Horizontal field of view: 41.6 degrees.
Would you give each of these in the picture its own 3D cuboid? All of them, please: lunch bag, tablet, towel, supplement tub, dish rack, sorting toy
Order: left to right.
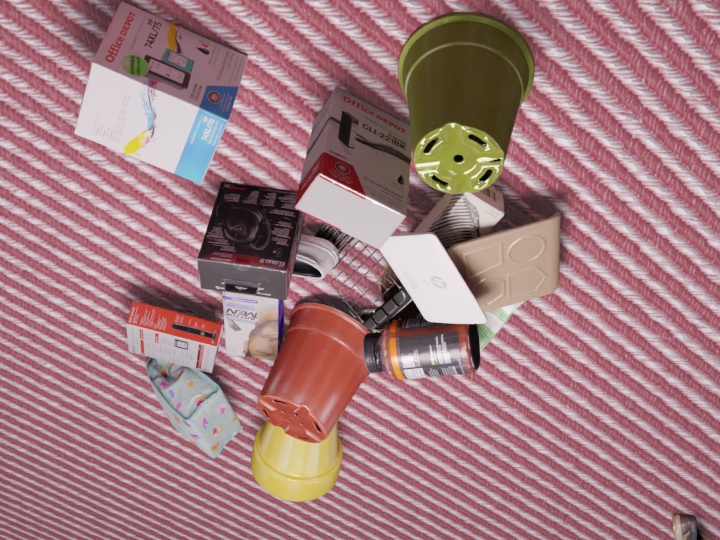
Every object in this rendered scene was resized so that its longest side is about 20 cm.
[{"bbox_3d":[-0.364,0.276,2.013,0.199,0.122,0.171,31,154,35],"label":"lunch bag"},{"bbox_3d":[0.000,0.000,1.652,0.200,0.054,0.153,49,137,2],"label":"dish rack"},{"bbox_3d":[0.107,0.136,1.669,0.197,0.108,0.108,-7,137,16],"label":"supplement tub"},{"bbox_3d":[0.111,0.015,1.516,0.129,0.014,0.201,0,136,43],"label":"tablet"},{"bbox_3d":[0.196,0.064,1.674,0.151,0.024,0.201,24,133,-12],"label":"towel"},{"bbox_3d":[0.234,-0.006,1.547,0.197,0.037,0.186,-19,139,-5],"label":"sorting toy"}]

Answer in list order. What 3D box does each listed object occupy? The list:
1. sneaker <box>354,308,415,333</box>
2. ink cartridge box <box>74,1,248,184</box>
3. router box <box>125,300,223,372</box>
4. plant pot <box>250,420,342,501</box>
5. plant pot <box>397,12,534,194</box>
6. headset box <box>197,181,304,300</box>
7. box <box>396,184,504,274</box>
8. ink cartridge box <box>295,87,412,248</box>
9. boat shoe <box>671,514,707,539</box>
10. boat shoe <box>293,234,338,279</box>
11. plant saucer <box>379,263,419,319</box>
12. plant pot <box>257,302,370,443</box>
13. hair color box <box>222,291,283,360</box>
[{"bbox_3d":[0.081,0.108,1.774,0.197,0.074,0.071,-3,143,15],"label":"sneaker"},{"bbox_3d":[-0.289,-0.255,1.373,0.198,0.148,0.146,21,139,-14],"label":"ink cartridge box"},{"bbox_3d":[-0.366,0.134,1.863,0.177,0.050,0.200,16,158,-7],"label":"router box"},{"bbox_3d":[-0.128,0.352,2.019,0.198,0.202,0.191,11,124,-1],"label":"plant pot"},{"bbox_3d":[0.141,-0.213,1.305,0.197,0.192,0.202,5,140,4],"label":"plant pot"},{"bbox_3d":[-0.178,-0.043,1.554,0.146,0.202,0.078,7,140,2],"label":"headset box"},{"bbox_3d":[0.144,-0.061,1.543,0.081,0.069,0.201,27,124,-16],"label":"box"},{"bbox_3d":[-0.005,-0.154,1.395,0.143,0.202,0.084,25,134,-18],"label":"ink cartridge box"},{"bbox_3d":[0.794,0.648,2.260,0.064,0.072,0.201,-10,130,28],"label":"boat shoe"},{"bbox_3d":[-0.134,-0.022,1.643,0.197,0.069,0.073,14,138,22],"label":"boat shoe"},{"bbox_3d":[0.133,0.023,1.686,0.197,0.037,0.202,4,134,5],"label":"plant saucer"},{"bbox_3d":[-0.087,0.201,1.779,0.198,0.197,0.202,20,147,14],"label":"plant pot"},{"bbox_3d":[-0.204,0.086,1.814,0.108,0.065,0.201,8,141,2],"label":"hair color box"}]
